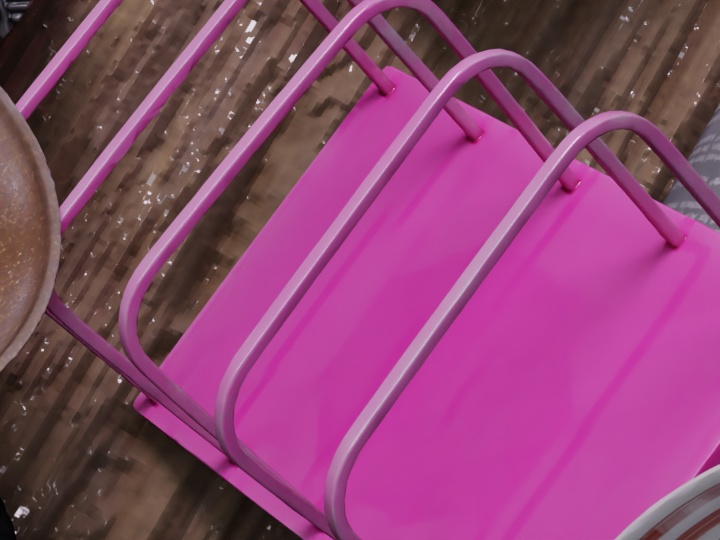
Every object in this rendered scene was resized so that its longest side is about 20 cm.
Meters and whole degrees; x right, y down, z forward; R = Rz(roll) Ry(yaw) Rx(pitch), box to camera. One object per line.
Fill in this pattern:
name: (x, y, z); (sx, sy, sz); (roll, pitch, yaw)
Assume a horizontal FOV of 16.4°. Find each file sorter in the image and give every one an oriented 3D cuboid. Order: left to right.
file sorter: (0.000, 0.000, 0.698); (0.139, 0.125, 0.200); (-53, 43, -6)

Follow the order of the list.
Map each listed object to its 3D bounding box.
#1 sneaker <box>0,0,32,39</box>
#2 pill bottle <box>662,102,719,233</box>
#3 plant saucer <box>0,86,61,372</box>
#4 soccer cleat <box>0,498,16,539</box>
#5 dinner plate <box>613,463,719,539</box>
sneaker: (-0.174, -0.075, 0.804); (0.199, 0.093, 0.071); (-27, 103, 20)
pill bottle: (0.127, 0.031, 0.750); (0.115, 0.116, 0.201); (30, 79, 7)
plant saucer: (-0.179, -0.018, 0.653); (0.199, 0.037, 0.201); (16, 41, -14)
soccer cleat: (-0.089, 0.148, 0.755); (0.081, 0.068, 0.201); (-12, 78, -21)
dinner plate: (0.143, 0.122, 0.651); (0.199, 0.024, 0.201); (3, 118, 6)
